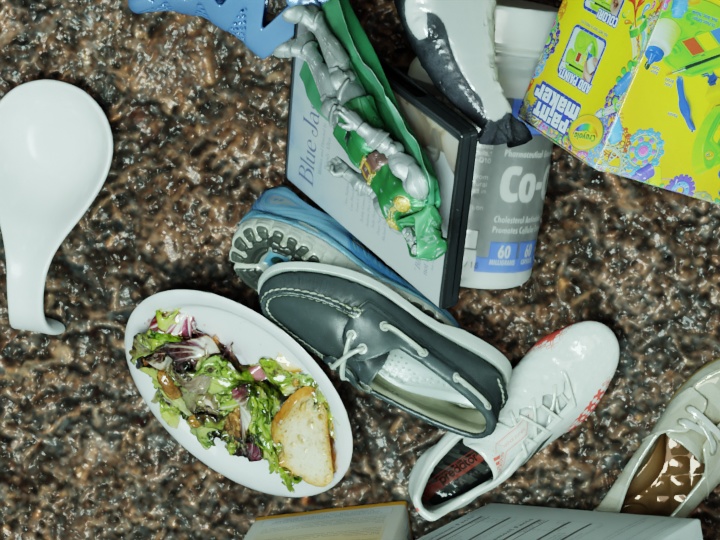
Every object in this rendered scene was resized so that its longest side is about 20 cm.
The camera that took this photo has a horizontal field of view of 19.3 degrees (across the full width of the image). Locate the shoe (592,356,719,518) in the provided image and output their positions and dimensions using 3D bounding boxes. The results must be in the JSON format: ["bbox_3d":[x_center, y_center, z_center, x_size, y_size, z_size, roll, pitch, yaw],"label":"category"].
[{"bbox_3d":[0.238,0.149,1.581,0.070,0.053,0.200,35,104,0],"label":"shoe"}]

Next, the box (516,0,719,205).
[{"bbox_3d":[0.247,-0.150,1.444,0.200,0.122,0.193,15,104,-29],"label":"box"}]

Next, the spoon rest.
[{"bbox_3d":[-0.241,-0.045,1.610,0.099,0.061,0.200,8,103,7],"label":"spoon rest"}]

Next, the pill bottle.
[{"bbox_3d":[0.084,-0.096,1.526,0.114,0.114,0.200,10,103,6],"label":"pill bottle"}]

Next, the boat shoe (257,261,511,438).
[{"bbox_3d":[0.015,0.057,1.518,0.200,0.060,0.076,21,137,-6],"label":"boat shoe"}]

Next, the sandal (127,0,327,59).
[{"bbox_3d":[-0.074,-0.195,1.551,0.200,0.079,0.087,0,105,10],"label":"sandal"}]

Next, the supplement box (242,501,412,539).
[{"bbox_3d":[-0.031,0.239,1.563,0.126,0.200,0.074,-7,100,10],"label":"supplement box"}]

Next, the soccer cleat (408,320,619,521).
[{"bbox_3d":[0.114,0.115,1.577,0.200,0.085,0.069,-41,93,13],"label":"soccer cleat"}]

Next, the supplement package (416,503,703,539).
[{"bbox_3d":[0.143,0.242,1.538,0.200,0.109,0.114,0,104,44],"label":"supplement package"}]

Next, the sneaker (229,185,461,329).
[{"bbox_3d":[0.000,0.000,1.574,0.200,0.090,0.078,36,129,-20],"label":"sneaker"}]

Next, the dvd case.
[{"bbox_3d":[0.010,-0.081,1.482,0.200,0.018,0.143,41,138,41],"label":"dvd case"}]

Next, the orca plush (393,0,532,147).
[{"bbox_3d":[0.062,-0.173,1.451,0.105,0.071,0.200,-28,88,-26],"label":"orca plush"}]

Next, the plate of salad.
[{"bbox_3d":[-0.097,0.100,1.578,0.200,0.048,0.200,22,138,21],"label":"plate of salad"}]

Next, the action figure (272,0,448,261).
[{"bbox_3d":[0.005,-0.089,1.415,0.055,0.118,0.200,-21,64,-21],"label":"action figure"}]
